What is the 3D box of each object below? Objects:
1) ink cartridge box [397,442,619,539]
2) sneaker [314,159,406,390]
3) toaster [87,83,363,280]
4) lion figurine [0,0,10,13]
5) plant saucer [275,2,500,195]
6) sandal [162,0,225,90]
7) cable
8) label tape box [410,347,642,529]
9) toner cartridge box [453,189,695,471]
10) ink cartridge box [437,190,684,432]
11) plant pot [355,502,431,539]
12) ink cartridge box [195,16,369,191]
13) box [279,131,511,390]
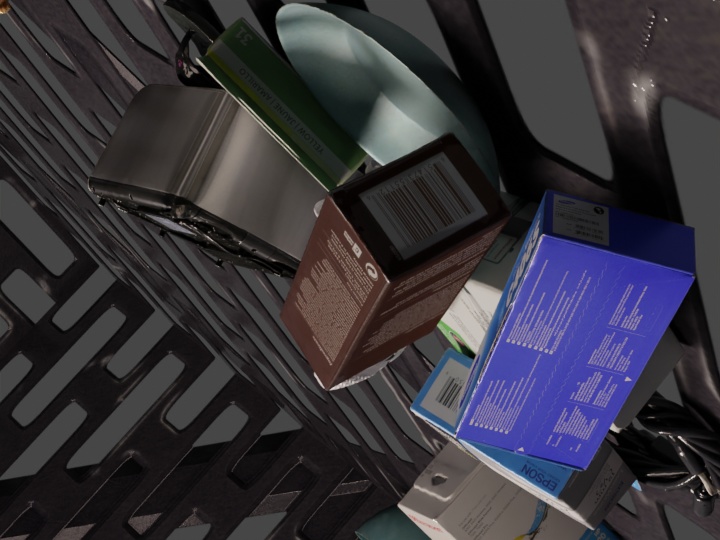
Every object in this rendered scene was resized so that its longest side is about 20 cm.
[{"bbox_3d":[0.178,0.307,1.697,0.200,0.145,0.147,44,167,-11],"label":"ink cartridge box"},{"bbox_3d":[0.000,0.000,1.114,0.075,0.200,0.115,-20,114,45],"label":"sneaker"},{"bbox_3d":[-0.116,-0.073,1.227,0.181,0.119,0.200,28,172,-35],"label":"toaster"},{"bbox_3d":[-0.389,-0.344,1.405,0.200,0.072,0.123,40,161,31],"label":"lion figurine"},{"bbox_3d":[0.028,-0.119,0.943,0.201,0.039,0.201,39,168,10],"label":"plant saucer"},{"bbox_3d":[-0.122,-0.162,1.239,0.075,0.048,0.200,33,166,40],"label":"sandal"},{"bbox_3d":[0.222,0.126,1.156,0.200,0.051,0.163,38,167,20],"label":"cable"},{"bbox_3d":[0.141,0.148,1.141,0.143,0.066,0.200,29,171,29],"label":"label tape box"},{"bbox_3d":[0.130,0.043,0.874,0.095,0.043,0.200,16,135,-2],"label":"toner cartridge box"},{"bbox_3d":[0.120,0.019,1.019,0.200,0.083,0.147,26,159,54],"label":"ink cartridge box"},{"bbox_3d":[0.108,0.529,2.717,0.200,0.135,0.200,40,168,10],"label":"plant pot"},{"bbox_3d":[-0.055,-0.125,1.048,0.146,0.048,0.200,44,-178,-8],"label":"ink cartridge box"},{"bbox_3d":[0.018,-0.001,0.927,0.075,0.100,0.200,55,156,15],"label":"box"}]
